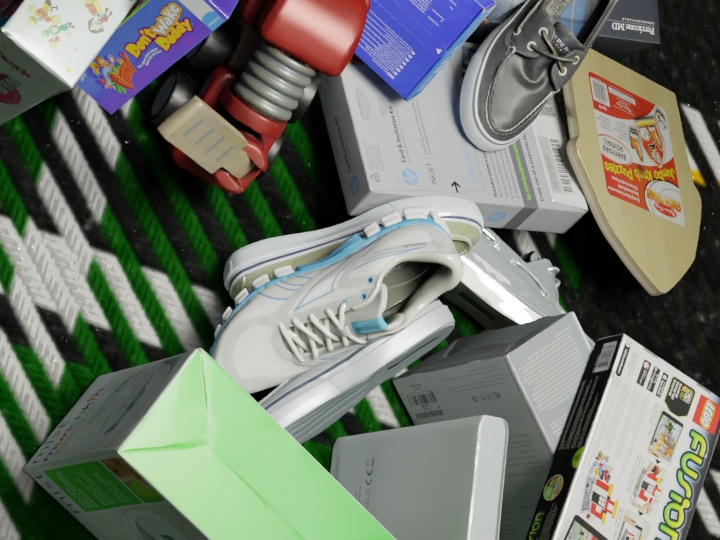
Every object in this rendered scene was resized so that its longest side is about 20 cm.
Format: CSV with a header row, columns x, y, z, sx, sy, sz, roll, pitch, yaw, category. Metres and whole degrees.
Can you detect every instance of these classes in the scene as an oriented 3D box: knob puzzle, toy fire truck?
x,y,z,sx,sy,sz,roll,pitch,yaw,category
0.218,-0.072,1.653,0.220,0.030,0.220,30,50,-44,knob puzzle
-0.075,-0.133,1.405,0.129,0.200,0.176,28,104,-21,toy fire truck

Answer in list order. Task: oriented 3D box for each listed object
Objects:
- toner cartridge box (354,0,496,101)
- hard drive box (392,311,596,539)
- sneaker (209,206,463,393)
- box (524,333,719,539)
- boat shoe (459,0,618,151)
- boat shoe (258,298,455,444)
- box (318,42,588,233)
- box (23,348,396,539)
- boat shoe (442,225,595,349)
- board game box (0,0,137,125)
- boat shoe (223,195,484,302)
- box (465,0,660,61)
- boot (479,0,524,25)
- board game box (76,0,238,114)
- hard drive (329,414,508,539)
x,y,z,sx,sy,sz,roll,pitch,yaw,category
-0.004,-0.230,1.516,0.200,0.095,0.043,43,22,2,toner cartridge box
0.133,0.145,1.529,0.077,0.156,0.200,-30,98,-32,hard drive box
-0.015,0.028,1.420,0.200,0.087,0.075,-33,116,-2,sneaker
0.187,0.159,1.447,0.110,0.035,0.200,33,65,-23,box
0.149,-0.177,1.561,0.070,0.066,0.200,45,65,-17,boat shoe
-0.022,0.068,1.512,0.200,0.074,0.067,-31,72,-32,boat shoe
0.069,-0.109,1.573,0.200,0.041,0.156,4,58,-31,box
-0.102,0.159,1.375,0.200,0.176,0.097,46,62,-16,box
0.123,0.013,1.595,0.201,0.070,0.072,37,71,-16,boat shoe
-0.197,-0.202,1.400,0.064,0.147,0.200,40,63,-20,board game box
0.000,0.000,1.498,0.200,0.072,0.062,-16,58,-8,boat shoe
0.141,-0.253,1.651,0.200,0.079,0.141,3,83,-30,box
0.136,-0.271,1.573,0.200,0.075,0.097,-31,107,-21,boot
-0.118,-0.213,1.417,0.045,0.134,0.200,42,41,-19,board game box
0.033,0.177,1.438,0.026,0.200,0.132,14,75,-29,hard drive
